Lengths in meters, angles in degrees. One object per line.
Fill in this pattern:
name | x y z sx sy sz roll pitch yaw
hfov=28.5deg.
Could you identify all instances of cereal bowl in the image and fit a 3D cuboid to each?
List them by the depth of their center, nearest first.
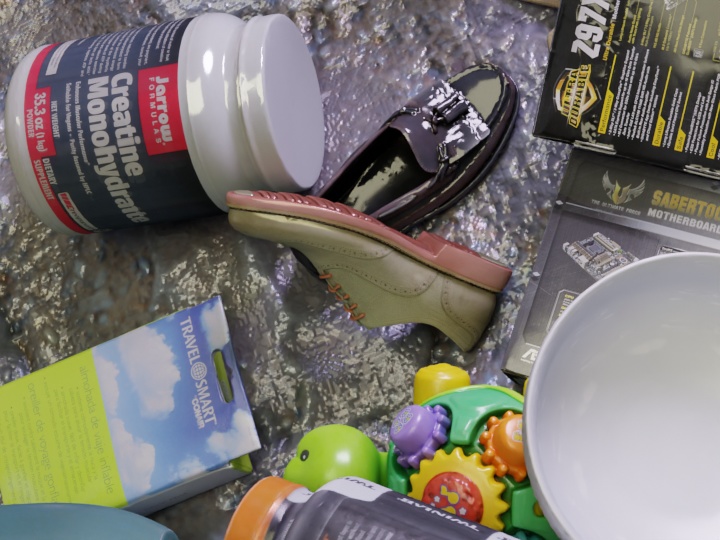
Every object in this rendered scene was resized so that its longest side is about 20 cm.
cereal bowl | 0.188 0.096 0.807 0.198 0.083 0.202 0 69 1

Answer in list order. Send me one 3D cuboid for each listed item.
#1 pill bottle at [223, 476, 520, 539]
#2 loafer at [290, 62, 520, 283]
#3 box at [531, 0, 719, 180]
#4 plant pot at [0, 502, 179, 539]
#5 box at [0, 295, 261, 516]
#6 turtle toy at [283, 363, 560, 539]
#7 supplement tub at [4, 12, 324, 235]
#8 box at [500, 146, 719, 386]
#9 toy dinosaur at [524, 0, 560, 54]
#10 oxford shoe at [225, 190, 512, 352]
pill bottle | 0.022 0.178 0.773 0.198 0.106 0.107 18 81 24
loafer | 0.031 -0.071 0.988 0.200 0.063 0.072 -44 66 3
box | 0.207 -0.164 0.888 0.158 0.049 0.202 15 102 20
plant pot | -0.189 0.240 0.907 0.159 0.201 0.203 -11 70 3
box | -0.166 0.112 1.011 0.198 0.048 0.123 -23 69 11
turtle toy | 0.051 0.135 0.879 0.198 0.101 0.147 2 94 25
supplement tub | -0.138 -0.105 1.016 0.198 0.140 0.142 -8 72 17
box | 0.207 0.022 0.907 0.198 0.048 0.160 15 80 22
toy dinosaur | 0.163 -0.187 0.983 0.199 0.058 0.102 -6 70 44
oxford shoe | 0.000 0.000 0.936 0.198 0.071 0.075 19 97 -9
